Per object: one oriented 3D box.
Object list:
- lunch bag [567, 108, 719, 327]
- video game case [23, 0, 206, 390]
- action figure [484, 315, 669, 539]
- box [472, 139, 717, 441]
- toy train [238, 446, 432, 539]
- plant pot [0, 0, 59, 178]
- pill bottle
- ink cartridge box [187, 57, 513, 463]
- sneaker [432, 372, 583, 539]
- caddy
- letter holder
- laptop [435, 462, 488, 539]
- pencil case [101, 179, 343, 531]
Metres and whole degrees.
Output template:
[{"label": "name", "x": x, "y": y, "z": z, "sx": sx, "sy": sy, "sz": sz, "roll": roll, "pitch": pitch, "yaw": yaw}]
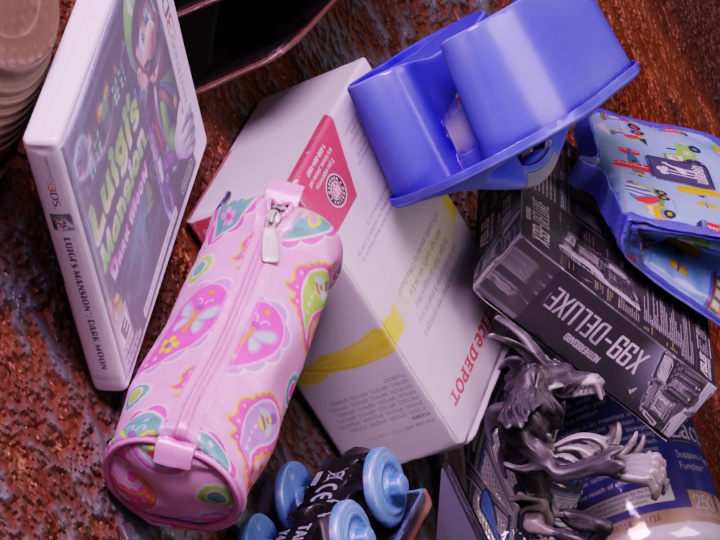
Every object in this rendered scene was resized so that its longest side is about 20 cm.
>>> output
[{"label": "lunch bag", "x": 0.217, "y": -0.028, "z": 1.837, "sx": 0.199, "sy": 0.094, "sz": 0.151, "roll": 20, "pitch": 27, "yaw": -19}, {"label": "video game case", "x": -0.127, "y": -0.069, "z": 1.563, "sx": 0.182, "sy": 0.023, "sz": 0.201, "roll": 79, "pitch": 19, "yaw": -44}, {"label": "action figure", "x": 0.130, "y": 0.121, "z": 1.734, "sx": 0.119, "sy": 0.101, "sz": 0.201, "roll": -86, "pitch": 166, "yaw": -75}, {"label": "box", "x": 0.146, "y": -0.001, "z": 1.821, "sx": 0.157, "sy": 0.050, "sz": 0.200, "roll": 37, "pitch": 23, "yaw": -14}, {"label": "toy train", "x": -0.017, "y": 0.182, "z": 1.622, "sx": 0.115, "sy": 0.086, "sz": 0.200, "roll": 69, "pitch": 27, "yaw": -22}, {"label": "plant pot", "x": -0.216, "y": -0.133, "z": 1.460, "sx": 0.201, "sy": 0.092, "sz": 0.202, "roll": 34, "pitch": 48, "yaw": -47}, {"label": "pill bottle", "x": 0.161, "y": 0.111, "z": 1.900, "sx": 0.116, "sy": 0.115, "sz": 0.201, "roll": 22, "pitch": 45, "yaw": -52}, {"label": "ink cartridge box", "x": 0.000, "y": 0.000, "z": 1.743, "sx": 0.200, "sy": 0.083, "sz": 0.145, "roll": 57, "pitch": 32, "yaw": -22}, {"label": "sneaker", "x": 0.097, "y": 0.155, "z": 1.814, "sx": 0.077, "sy": 0.085, "sz": 0.201, "roll": 9, "pitch": 67, "yaw": -56}, {"label": "caddy", "x": 0.082, "y": -0.098, "z": 1.713, "sx": 0.105, "sy": 0.141, "sz": 0.200, "roll": 62, "pitch": 30, "yaw": -5}, {"label": "letter holder", "x": -0.039, "y": -0.207, "z": 1.736, "sx": 0.101, "sy": 0.142, "sz": 0.200, "roll": 60, "pitch": 32, "yaw": -17}, {"label": "laptop", "x": 0.031, "y": 0.251, "z": 1.625, "sx": 0.188, "sy": 0.115, "sz": 0.201, "roll": 93, "pitch": -22, "yaw": -49}, {"label": "pencil case", "x": -0.072, "y": 0.045, "z": 1.583, "sx": 0.088, "sy": 0.087, "sz": 0.201, "roll": 51, "pitch": 44, "yaw": -31}]
